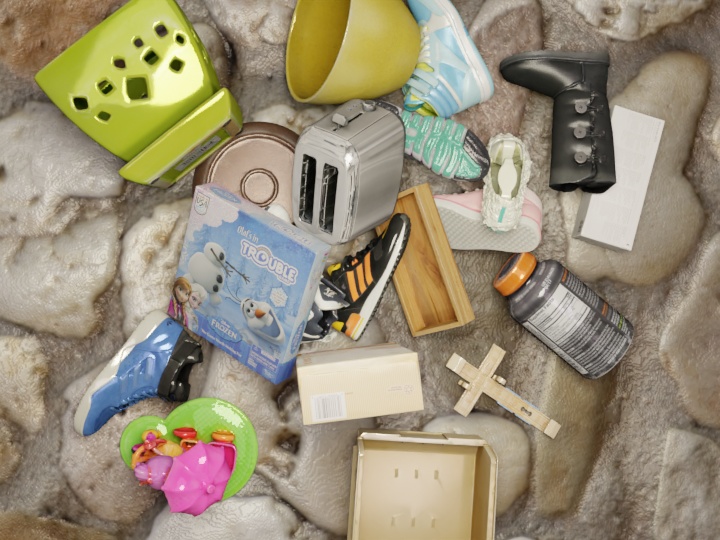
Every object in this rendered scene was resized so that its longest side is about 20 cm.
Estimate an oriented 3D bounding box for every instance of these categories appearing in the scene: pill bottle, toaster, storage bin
[{"bbox_3d":[0.288,0.057,1.084,0.199,0.106,0.107,39,85,-3],"label":"pill bottle"},{"bbox_3d":[-0.020,-0.122,1.003,0.113,0.129,0.202,28,129,26],"label":"toaster"},{"bbox_3d":[0.085,0.337,1.062,0.197,0.094,0.202,4,88,-5],"label":"storage bin"}]

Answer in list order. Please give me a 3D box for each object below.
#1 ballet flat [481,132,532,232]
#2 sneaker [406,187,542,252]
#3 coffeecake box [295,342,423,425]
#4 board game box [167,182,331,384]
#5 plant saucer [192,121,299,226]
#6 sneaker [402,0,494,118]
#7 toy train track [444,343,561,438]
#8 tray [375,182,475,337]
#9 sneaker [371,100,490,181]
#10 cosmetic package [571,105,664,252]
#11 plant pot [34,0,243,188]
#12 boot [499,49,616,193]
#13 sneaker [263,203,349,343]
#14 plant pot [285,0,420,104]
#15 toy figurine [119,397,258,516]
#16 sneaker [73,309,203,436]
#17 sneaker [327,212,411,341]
[{"bbox_3d":[0.208,-0.141,1.047,0.071,0.072,0.202,15,49,-5],"label":"ballet flat"},{"bbox_3d":[0.173,-0.088,1.099,0.197,0.076,0.105,10,45,18],"label":"sneaker"},{"bbox_3d":[-0.009,0.147,1.004,0.151,0.200,0.074,-7,89,-5],"label":"coffeecake box"},{"bbox_3d":[-0.155,0.016,0.994,0.198,0.043,0.201,28,114,20],"label":"board game box"},{"bbox_3d":[-0.146,-0.118,1.081,0.197,0.034,0.204,0,88,-5],"label":"plant saucer"},{"bbox_3d":[0.095,-0.310,1.087,0.130,0.080,0.202,-32,91,-7],"label":"sneaker"},{"bbox_3d":[0.215,0.188,1.109,0.199,0.033,0.116,34,86,-5],"label":"toy train track"},{"bbox_3d":[0.087,-0.013,1.070,0.037,0.098,0.203,-21,92,-45],"label":"tray"},{"bbox_3d":[0.094,-0.184,1.064,0.198,0.088,0.075,27,94,8],"label":"sneaker"},{"bbox_3d":[0.387,-0.136,1.125,0.081,0.051,0.203,16,87,-1],"label":"cosmetic package"},{"bbox_3d":[-0.270,-0.223,0.988,0.199,0.199,0.182,-38,94,-1],"label":"plant pot"},{"bbox_3d":[0.286,-0.215,1.092,0.162,0.066,0.204,0,84,10],"label":"boot"},{"bbox_3d":[-0.073,0.011,1.018,0.128,0.079,0.203,7,105,27],"label":"sneaker"},{"bbox_3d":[-0.001,-0.317,1.038,0.140,0.199,0.203,9,87,-29],"label":"plant pot"},{"bbox_3d":[-0.239,0.254,0.987,0.197,0.184,0.153,8,88,-5],"label":"toy figurine"},{"bbox_3d":[-0.300,0.166,1.036,0.111,0.077,0.201,35,79,6],"label":"sneaker"},{"bbox_3d":[0.000,0.000,1.048,0.089,0.070,0.202,26,113,4],"label":"sneaker"}]
